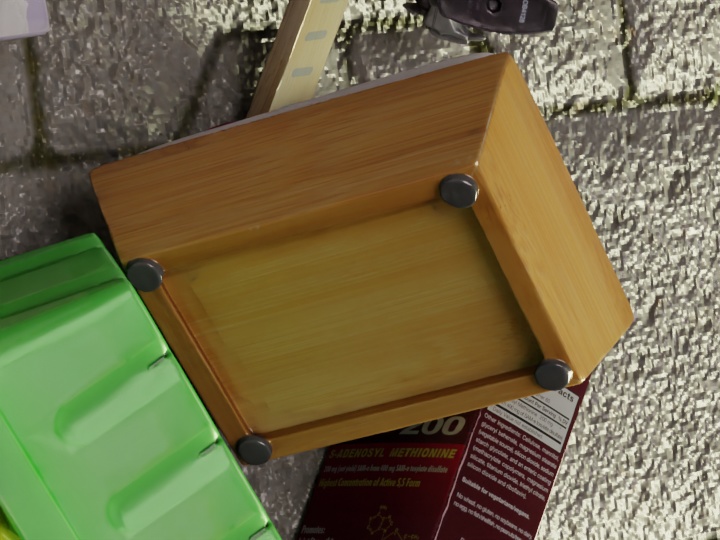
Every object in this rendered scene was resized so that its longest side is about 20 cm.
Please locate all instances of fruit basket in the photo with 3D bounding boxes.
[{"bbox_3d":[-0.148,0.111,1.169,0.215,0.156,0.216,-4,106,-14],"label":"fruit basket"}]

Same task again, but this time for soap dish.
[{"bbox_3d":[0.000,0.000,1.234,0.081,0.200,0.158,-81,151,-50],"label":"soap dish"}]

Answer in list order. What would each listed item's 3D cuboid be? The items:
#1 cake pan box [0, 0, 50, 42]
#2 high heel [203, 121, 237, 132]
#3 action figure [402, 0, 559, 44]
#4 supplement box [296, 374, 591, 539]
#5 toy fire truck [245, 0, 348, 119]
[{"bbox_3d":[-0.231,-0.182,1.176,0.184,0.052,0.201,-11,95,-39],"label":"cake pan box"},{"bbox_3d":[-0.013,-0.025,1.347,0.200,0.096,0.068,35,41,-49],"label":"high heel"},{"bbox_3d":[0.048,-0.164,1.316,0.069,0.200,0.130,-3,108,-2],"label":"action figure"},{"bbox_3d":[0.030,0.110,1.319,0.061,0.109,0.200,32,68,-31],"label":"supplement box"},{"bbox_3d":[-0.062,-0.164,1.273,0.176,0.129,0.200,-17,88,-36],"label":"toy fire truck"}]
